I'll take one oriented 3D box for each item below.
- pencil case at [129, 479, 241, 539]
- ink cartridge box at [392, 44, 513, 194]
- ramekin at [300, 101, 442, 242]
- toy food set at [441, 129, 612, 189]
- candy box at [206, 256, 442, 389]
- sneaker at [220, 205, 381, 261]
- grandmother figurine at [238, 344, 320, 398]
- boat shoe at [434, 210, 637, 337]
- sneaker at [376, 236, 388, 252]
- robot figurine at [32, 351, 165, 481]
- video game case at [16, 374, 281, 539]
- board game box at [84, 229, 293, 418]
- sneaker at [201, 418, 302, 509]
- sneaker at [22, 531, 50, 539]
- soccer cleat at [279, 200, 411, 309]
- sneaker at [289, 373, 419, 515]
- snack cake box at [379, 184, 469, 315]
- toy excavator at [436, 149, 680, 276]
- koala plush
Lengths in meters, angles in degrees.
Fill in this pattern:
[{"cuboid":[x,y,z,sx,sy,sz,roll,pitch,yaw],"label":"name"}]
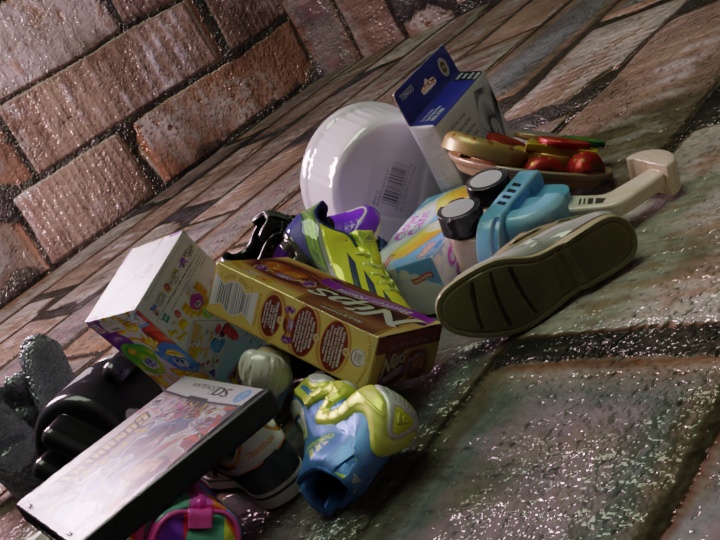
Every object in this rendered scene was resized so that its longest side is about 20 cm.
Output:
[{"cuboid":[-0.167,0.211,0.852,0.088,0.089,0.199,-35,20,-17],"label":"pencil case"},{"cuboid":[0.135,-0.181,1.264,0.040,0.201,0.200,-18,21,34],"label":"ink cartridge box"},{"cuboid":[0.029,-0.116,1.283,0.199,0.202,0.098,-34,25,-12],"label":"ramekin"},{"cuboid":[0.195,-0.134,1.136,0.197,0.049,0.198,8,14,12],"label":"toy food set"},{"cuboid":[-0.035,0.046,0.927,0.198,0.057,0.116,21,15,32],"label":"candy box"},{"cuboid":[-0.072,-0.033,1.114,0.199,0.100,0.070,-32,28,-4],"label":"sneaker"},{"cuboid":[-0.064,0.085,0.970,0.120,0.061,0.200,-16,0,21],"label":"grandmother figurine"},{"cuboid":[0.161,0.004,0.923,0.198,0.076,0.068,-22,13,-1],"label":"boat shoe"},{"cuboid":[-0.032,0.043,1.166,0.200,0.076,0.077,-44,-4,-33],"label":"sneaker"},{"cuboid":[-0.289,0.172,1.097,0.149,0.126,0.200,-27,11,20],"label":"robot figurine"},{"cuboid":[-0.187,0.163,0.846,0.199,0.026,0.180,-37,19,-29],"label":"video game case"},{"cuboid":[-0.170,0.071,1.030,0.102,0.200,0.106,-14,40,44],"label":"board game box"},{"cuboid":[-0.118,0.163,0.928,0.078,0.080,0.199,-39,17,-25],"label":"sneaker"},{"cuboid":[-0.264,0.268,0.938,0.087,0.078,0.200,9,28,14],"label":"sneaker"},{"cuboid":[0.000,-0.001,1.029,0.084,0.200,0.065,-47,-24,-5],"label":"soccer cleat"},{"cuboid":[-0.033,0.147,0.830,0.105,0.076,0.200,-51,12,-23],"label":"sneaker"},{"cuboid":[0.093,-0.025,1.122,0.114,0.068,0.200,-16,22,39],"label":"snack cake box"},{"cuboid":[0.208,-0.056,0.999,0.198,0.101,0.195,2,35,38],"label":"toy excavator"},{"cuboid":[-0.438,0.218,1.243,0.177,0.185,0.200,-32,-7,-37],"label":"koala plush"}]
